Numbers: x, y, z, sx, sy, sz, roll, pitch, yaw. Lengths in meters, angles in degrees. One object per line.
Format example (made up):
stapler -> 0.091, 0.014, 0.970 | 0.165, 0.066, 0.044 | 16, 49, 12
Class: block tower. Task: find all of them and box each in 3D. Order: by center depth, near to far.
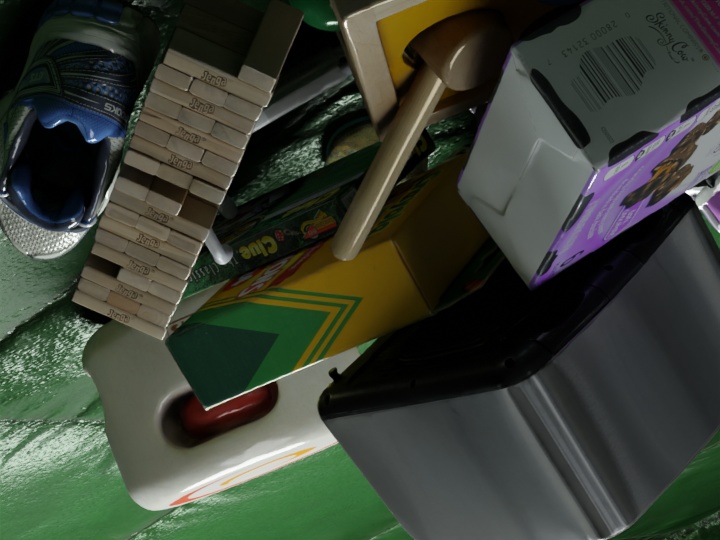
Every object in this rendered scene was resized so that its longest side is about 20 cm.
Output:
block tower -> -0.089, -0.053, 0.985 | 0.058, 0.054, 0.200 | 23, 136, -7

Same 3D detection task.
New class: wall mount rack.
wall mount rack -> -0.042, -0.072, 1.137 | 0.199, 0.075, 0.174 | -29, -166, 4

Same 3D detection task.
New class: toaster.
toaster -> 0.107, 0.050, 1.086 | 0.199, 0.119, 0.181 | -15, -157, 51

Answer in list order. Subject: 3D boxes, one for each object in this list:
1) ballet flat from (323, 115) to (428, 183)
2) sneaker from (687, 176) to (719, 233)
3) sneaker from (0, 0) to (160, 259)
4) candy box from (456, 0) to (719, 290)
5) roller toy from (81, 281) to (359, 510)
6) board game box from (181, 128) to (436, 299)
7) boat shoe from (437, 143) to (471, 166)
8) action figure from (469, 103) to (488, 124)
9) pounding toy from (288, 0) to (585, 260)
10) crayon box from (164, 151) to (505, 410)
ballet flat -> 0.020, -0.038, 1.316 | 0.070, 0.071, 0.200 | -21, 161, -2
sneaker -> 0.186, -0.074, 1.127 | 0.073, 0.115, 0.200 | -38, 160, 31
sneaker -> -0.159, -0.053, 1.017 | 0.077, 0.086, 0.200 | 16, 147, -8
candy box -> 0.155, -0.093, 0.960 | 0.199, 0.072, 0.168 | -32, 167, -15
roller toy -> -0.091, 0.071, 1.379 | 0.182, 0.141, 0.200 | -15, 170, -42
board game box -> -0.054, -0.027, 1.202 | 0.199, 0.024, 0.105 | -22, -167, 41
boat shoe -> 0.075, -0.045, 1.295 | 0.071, 0.064, 0.200 | -45, 172, 14
action figure -> 0.149, -0.145, 1.163 | 0.199, 0.070, 0.130 | -28, 156, 9
pounding toy -> 0.045, -0.129, 0.969 | 0.199, 0.143, 0.184 | -22, 161, 0
crayon box -> 0.000, 0.000, 1.126 | 0.199, 0.051, 0.127 | -24, -167, 32
